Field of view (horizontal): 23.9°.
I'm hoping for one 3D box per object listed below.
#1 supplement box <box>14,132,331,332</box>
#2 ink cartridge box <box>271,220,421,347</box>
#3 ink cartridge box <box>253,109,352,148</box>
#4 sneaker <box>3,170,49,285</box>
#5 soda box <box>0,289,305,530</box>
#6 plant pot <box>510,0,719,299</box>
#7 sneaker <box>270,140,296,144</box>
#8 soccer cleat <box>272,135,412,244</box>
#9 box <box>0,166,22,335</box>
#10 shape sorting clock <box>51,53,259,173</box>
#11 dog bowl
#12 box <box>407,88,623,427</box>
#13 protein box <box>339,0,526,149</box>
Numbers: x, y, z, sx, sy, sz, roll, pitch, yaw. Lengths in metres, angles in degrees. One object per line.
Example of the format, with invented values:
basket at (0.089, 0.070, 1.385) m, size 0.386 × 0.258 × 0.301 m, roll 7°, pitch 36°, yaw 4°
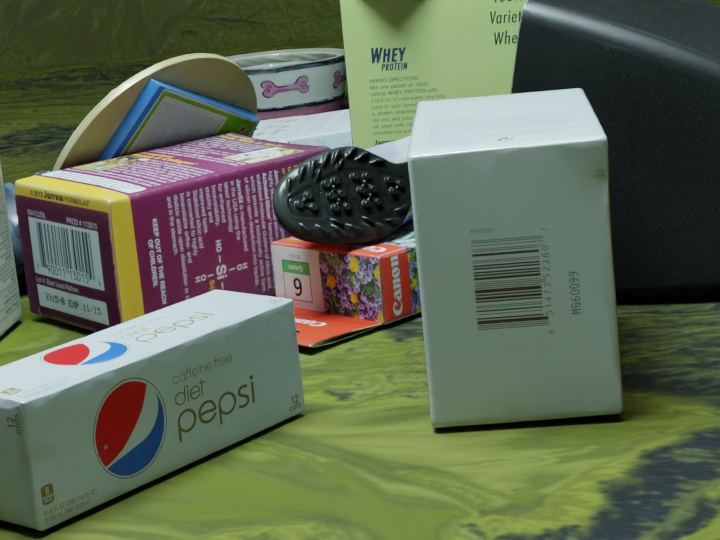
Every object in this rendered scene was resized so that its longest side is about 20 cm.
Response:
supplement box at (-0.129, -0.029, 1.226) m, size 0.199 × 0.104 × 0.131 m, roll -17°, pitch 18°, yaw -37°
ink cartridge box at (0.000, 0.000, 1.169) m, size 0.109 × 0.051 × 0.199 m, roll 8°, pitch 18°, yaw 44°
ink cartridge box at (-0.042, -0.133, 1.770) m, size 0.199 × 0.057 × 0.163 m, roll -11°, pitch 12°, yaw 14°
sneaker at (-0.317, -0.035, 1.349) m, size 0.146 × 0.077 × 0.202 m, roll -26°, pitch 32°, yaw -29°
soda box at (-0.119, 0.068, 0.894) m, size 0.063 × 0.069 × 0.200 m, roll 6°, pitch 17°, yaw 38°
plant pot at (0.214, -0.082, 1.167) m, size 0.177 × 0.201 × 0.199 m, roll 16°, pitch 21°, yaw 24°
sneaker at (-0.059, -0.057, 1.368) m, size 0.074 × 0.081 × 0.199 m, roll -18°, pitch 18°, yaw -36°
soccer cleat at (0.010, -0.055, 1.183) m, size 0.199 × 0.069 × 0.073 m, roll -22°, pitch -3°, yaw -39°
box at (-0.294, -0.049, 1.163) m, size 0.077 × 0.201 × 0.095 m, roll -3°, pitch 13°, yaw 8°
shape sorting clock at (-0.161, -0.084, 1.315) m, size 0.199 × 0.201 × 0.039 m, roll -17°, pitch 48°, yaw -39°
dog bowl at (-0.108, -0.227, 2.109) m, size 0.199 × 0.074 × 0.200 m, roll -5°, pitch 13°, yaw 1°
box at (0.088, -0.015, 0.979) m, size 0.106 × 0.153 × 0.200 m, roll -5°, pitch 14°, yaw 5°
protein box at (0.096, -0.146, 1.418) m, size 0.197 × 0.201 × 0.135 m, roll -3°, pitch 14°, yaw 9°
